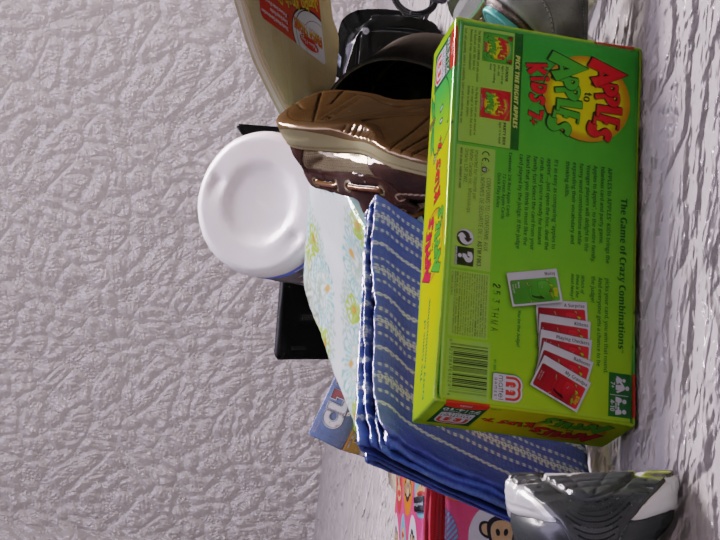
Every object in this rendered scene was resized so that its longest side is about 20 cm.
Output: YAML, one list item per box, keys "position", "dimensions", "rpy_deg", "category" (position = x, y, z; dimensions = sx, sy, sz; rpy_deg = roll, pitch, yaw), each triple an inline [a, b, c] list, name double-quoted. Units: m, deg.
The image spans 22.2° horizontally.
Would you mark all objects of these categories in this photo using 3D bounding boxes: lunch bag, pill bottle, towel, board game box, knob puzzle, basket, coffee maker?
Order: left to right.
- position: [-0.064, -0.194, 1.357]
  dimensions: [0.219, 0.030, 0.222]
  rpy_deg: [-11, -90, -72]
  category: "knob puzzle"
- position: [-0.041, -0.044, 1.497]
  dimensions: [0.200, 0.113, 0.115]
  rpy_deg: [10, -95, -67]
  category: "pill bottle"
- position: [0.000, 0.000, 1.281]
  dimensions: [0.201, 0.048, 0.172]
  rpy_deg: [-111, 23, -45]
  category: "towel"
- position: [0.024, 0.062, 1.595]
  dimensions: [0.201, 0.034, 0.135]
  rpy_deg: [-65, -12, -4]
  category: "board game box"
- position: [0.041, -0.233, 2.005]
  dimensions: [0.193, 0.134, 0.200]
  rpy_deg: [-60, 10, 11]
  category: "coffee maker"
- position: [0.048, -0.110, 1.449]
  dimensions: [0.181, 0.135, 0.200]
  rpy_deg: [60, -166, -17]
  category: "basket"
- position: [0.065, 0.201, 1.208]
  dimensions: [0.200, 0.081, 0.178]
  rpy_deg: [112, 159, -83]
  category: "lunch bag"
- position: [0.063, 0.051, 0.984]
  dimensions: [0.024, 0.144, 0.201]
  rpy_deg: [-51, 23, 34]
  category: "towel"
- position: [0.085, -0.020, 0.923]
  dimensions: [0.048, 0.101, 0.202]
  rpy_deg: [127, 149, -67]
  category: "board game box"

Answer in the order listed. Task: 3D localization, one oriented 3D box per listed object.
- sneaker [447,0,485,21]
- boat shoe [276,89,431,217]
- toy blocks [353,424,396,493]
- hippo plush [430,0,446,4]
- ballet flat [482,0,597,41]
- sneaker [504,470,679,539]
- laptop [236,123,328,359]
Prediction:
- position: [0.116, -0.169, 1.164]
  dimensions: [0.089, 0.076, 0.200]
  rpy_deg: [64, 171, 6]
  category: "sneaker"
- position: [0.027, -0.063, 1.153]
  dimensions: [0.199, 0.072, 0.072]
  rpy_deg: [14, 128, 45]
  category: "boat shoe"
- position: [0.054, 0.114, 1.460]
  dimensions: [0.137, 0.099, 0.202]
  rpy_deg: [-136, 40, -74]
  category: "toy blocks"
- position: [0.031, -0.294, 1.351]
  dimensions: [0.161, 0.198, 0.161]
  rpy_deg: [38, -123, -66]
  category: "hippo plush"
- position: [0.111, -0.121, 1.039]
  dimensions: [0.064, 0.067, 0.200]
  rpy_deg: [-48, -19, -8]
  category: "ballet flat"
- position: [0.102, 0.133, 0.814]
  dimensions: [0.200, 0.074, 0.085]
  rpy_deg: [62, -154, -80]
  category: "sneaker"
- position: [-0.016, -0.026, 1.696]
  dimensions: [0.116, 0.186, 0.202]
  rpy_deg: [13, 99, 57]
  category: "laptop"
